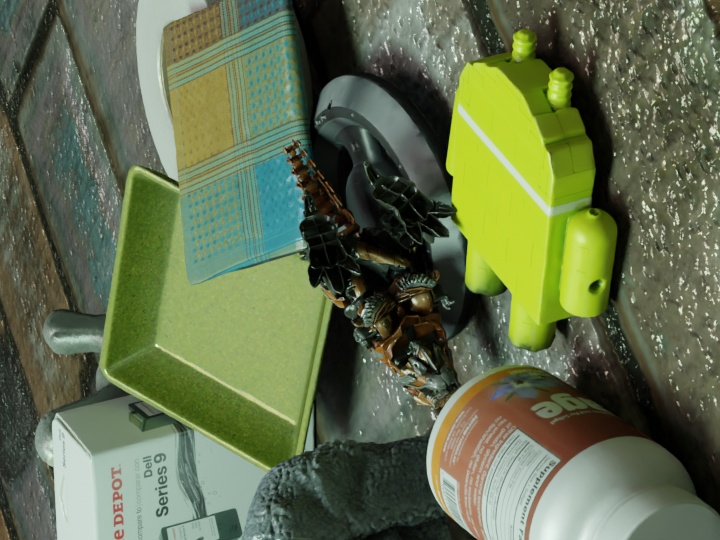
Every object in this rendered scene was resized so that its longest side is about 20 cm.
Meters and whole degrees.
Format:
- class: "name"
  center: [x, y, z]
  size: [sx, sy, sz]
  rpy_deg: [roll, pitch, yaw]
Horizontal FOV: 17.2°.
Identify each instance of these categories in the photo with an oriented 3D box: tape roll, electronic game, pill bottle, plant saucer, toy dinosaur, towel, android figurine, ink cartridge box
- class: "tape roll"
  center: [-0.109, -0.149, 1.872]
  size: [0.202, 0.070, 0.203]
  rpy_deg: [40, 136, 53]
- class: "electronic game"
  center: [0.020, -0.042, 1.672]
  size: [0.200, 0.041, 0.201]
  rpy_deg: [41, 142, 43]
- class: "pill bottle"
  center: [0.132, 0.139, 1.431]
  size: [0.200, 0.112, 0.113]
  rpy_deg: [34, 131, 57]
- class: "plant saucer"
  center: [-0.101, 0.035, 1.840]
  size: [0.199, 0.048, 0.201]
  rpy_deg: [28, 124, 24]
- class: "toy dinosaur"
  center: [0.000, 0.000, 1.600]
  size: [0.200, 0.102, 0.136]
  rpy_deg: [36, 162, 15]
- class: "towel"
  center: [-0.086, -0.100, 1.734]
  size: [0.146, 0.022, 0.201]
  rpy_deg: [-16, 77, 46]
- class: "android figurine"
  center: [0.102, -0.053, 1.487]
  size: [0.182, 0.041, 0.201]
  rpy_deg: [-128, 32, -46]
- class: "ink cartridge box"
  center: [-0.142, 0.173, 1.942]
  size: [0.084, 0.199, 0.147]
  rpy_deg: [39, 136, 53]

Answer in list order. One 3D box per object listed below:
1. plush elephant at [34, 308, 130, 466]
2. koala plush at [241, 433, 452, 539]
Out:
- class: "plush elephant"
  center: [-0.171, 0.119, 2.051]
  size: [0.165, 0.199, 0.155]
  rpy_deg: [-103, -2, -46]
- class: "koala plush"
  center: [-0.026, 0.217, 1.674]
  size: [0.200, 0.183, 0.178]
  rpy_deg: [-41, 49, 55]
